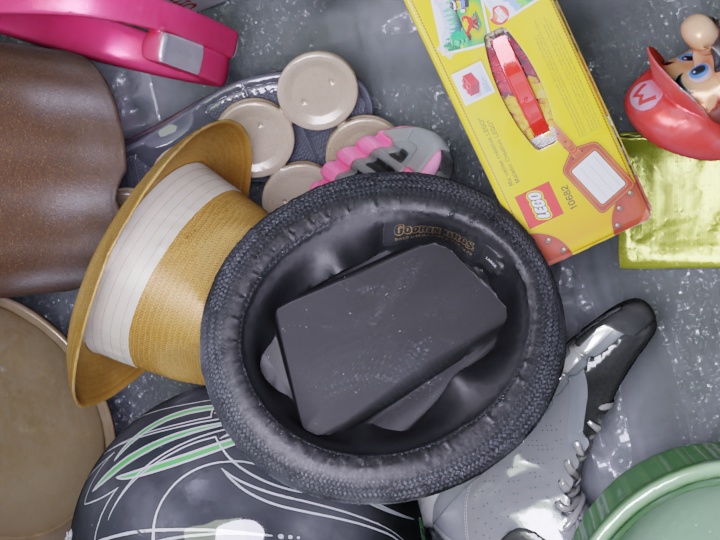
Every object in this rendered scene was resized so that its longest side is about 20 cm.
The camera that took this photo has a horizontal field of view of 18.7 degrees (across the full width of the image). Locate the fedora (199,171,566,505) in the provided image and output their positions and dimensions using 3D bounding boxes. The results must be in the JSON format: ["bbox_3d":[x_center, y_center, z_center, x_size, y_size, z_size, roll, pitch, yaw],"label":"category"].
[{"bbox_3d":[0.011,0.044,1.210,0.200,0.092,0.201,1,73,-3],"label":"fedora"}]

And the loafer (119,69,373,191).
[{"bbox_3d":[-0.088,-0.085,1.385,0.199,0.063,0.072,-21,113,7],"label":"loafer"}]

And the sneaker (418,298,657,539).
[{"bbox_3d":[0.132,0.116,1.326,0.116,0.075,0.200,47,111,6],"label":"sneaker"}]

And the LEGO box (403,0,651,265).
[{"bbox_3d":[0.084,-0.122,1.254,0.077,0.149,0.201,-25,108,6],"label":"LEGO box"}]

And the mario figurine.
[{"bbox_3d":[0.240,-0.141,1.261,0.200,0.123,0.106,-30,87,4],"label":"mario figurine"}]

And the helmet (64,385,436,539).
[{"bbox_3d":[-0.065,0.158,1.292,0.199,0.200,0.191,-21,128,14],"label":"helmet"}]

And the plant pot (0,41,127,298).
[{"bbox_3d":[-0.261,-0.061,1.313,0.200,0.198,0.201,3,94,53],"label":"plant pot"}]

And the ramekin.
[{"bbox_3d":[0.209,0.195,1.262,0.199,0.098,0.201,0,99,-1],"label":"ramekin"}]

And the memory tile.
[{"bbox_3d":[-0.057,-0.031,1.366,0.200,0.017,0.153,-34,110,11],"label":"memory tile"}]

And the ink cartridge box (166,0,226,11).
[{"bbox_3d":[-0.065,-0.233,1.333,0.199,0.146,0.083,-19,82,14],"label":"ink cartridge box"}]

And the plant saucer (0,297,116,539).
[{"bbox_3d":[-0.244,0.101,1.418,0.199,0.029,0.201,7,111,18],"label":"plant saucer"}]

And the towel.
[{"bbox_3d":[0.253,-0.044,1.314,0.199,0.018,0.086,-1,89,16],"label":"towel"}]

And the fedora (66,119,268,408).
[{"bbox_3d":[-0.091,0.009,1.262,0.082,0.201,0.201,27,97,13],"label":"fedora"}]

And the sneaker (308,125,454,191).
[{"bbox_3d":[0.000,0.000,1.345,0.200,0.095,0.079,-51,38,18],"label":"sneaker"}]

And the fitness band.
[{"bbox_3d":[-0.158,-0.149,1.331,0.143,0.200,0.038,13,90,19],"label":"fitness band"}]
